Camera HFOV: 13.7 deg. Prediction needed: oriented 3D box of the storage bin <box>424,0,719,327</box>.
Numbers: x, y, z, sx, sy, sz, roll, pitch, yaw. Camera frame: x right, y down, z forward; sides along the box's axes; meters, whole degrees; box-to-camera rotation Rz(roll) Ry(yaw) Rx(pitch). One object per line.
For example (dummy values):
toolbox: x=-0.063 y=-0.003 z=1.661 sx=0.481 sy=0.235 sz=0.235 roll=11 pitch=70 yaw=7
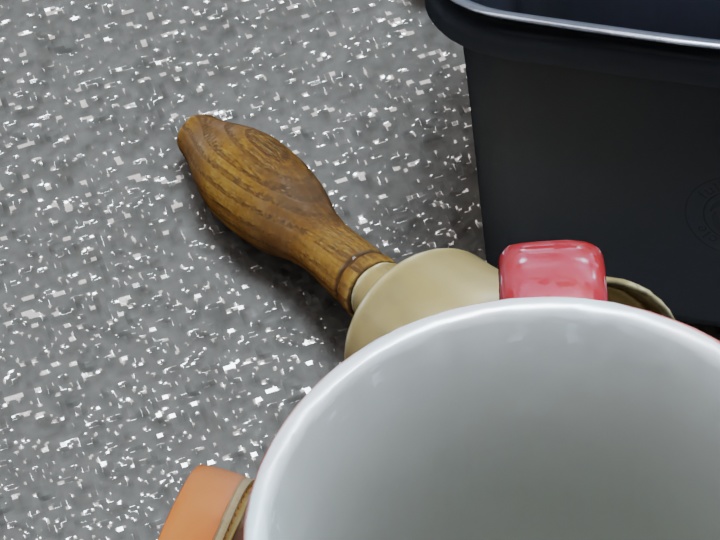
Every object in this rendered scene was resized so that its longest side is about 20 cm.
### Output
storage bin: x=0.123 y=-0.061 z=0.919 sx=0.199 sy=0.135 sz=0.146 roll=9 pitch=43 yaw=10

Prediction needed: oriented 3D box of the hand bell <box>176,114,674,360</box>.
hand bell: x=0.000 y=0.000 z=0.926 sx=0.104 sy=0.104 sz=0.200 roll=-29 pitch=43 yaw=-19

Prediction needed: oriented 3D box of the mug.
mug: x=0.057 y=0.106 z=0.749 sx=0.133 sy=0.200 sz=0.178 roll=23 pitch=55 yaw=21

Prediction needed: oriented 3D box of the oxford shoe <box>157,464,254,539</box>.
oxford shoe: x=-0.037 y=0.140 z=0.813 sx=0.073 sy=0.071 sz=0.200 roll=12 pitch=52 yaw=7
